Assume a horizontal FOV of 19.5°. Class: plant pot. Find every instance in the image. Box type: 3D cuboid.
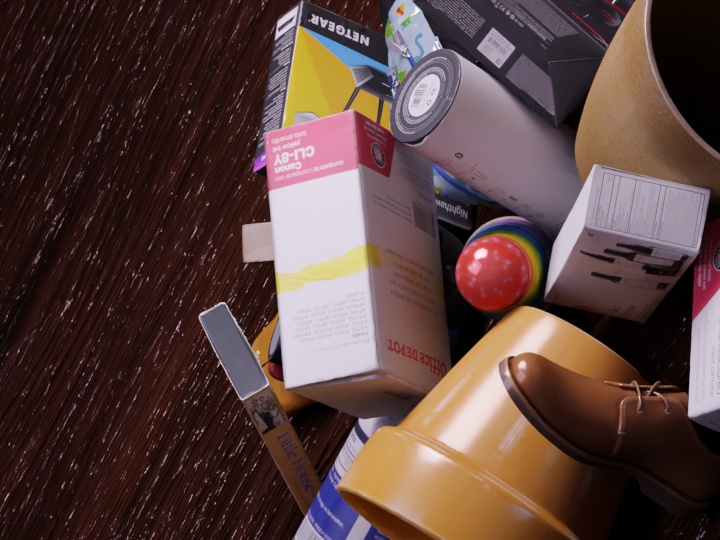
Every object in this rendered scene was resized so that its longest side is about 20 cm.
[{"bbox_3d":[0.114,0.135,1.507,0.184,0.200,0.200,-56,28,-11],"label":"plant pot"},{"bbox_3d":[0.237,-0.112,1.482,0.200,0.185,0.188,137,145,-62],"label":"plant pot"}]

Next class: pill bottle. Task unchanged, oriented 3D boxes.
[{"bbox_3d":[0.032,0.176,1.670,0.201,0.115,0.116,-61,30,12],"label":"pill bottle"}]

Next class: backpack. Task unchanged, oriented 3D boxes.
[{"bbox_3d":[0.103,-0.149,1.742,0.155,0.162,0.200,-65,35,24],"label":"backpack"}]

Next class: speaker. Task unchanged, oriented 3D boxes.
[{"bbox_3d":[0.120,-0.088,1.608,0.081,0.199,0.082,-35,40,36],"label":"speaker"}]

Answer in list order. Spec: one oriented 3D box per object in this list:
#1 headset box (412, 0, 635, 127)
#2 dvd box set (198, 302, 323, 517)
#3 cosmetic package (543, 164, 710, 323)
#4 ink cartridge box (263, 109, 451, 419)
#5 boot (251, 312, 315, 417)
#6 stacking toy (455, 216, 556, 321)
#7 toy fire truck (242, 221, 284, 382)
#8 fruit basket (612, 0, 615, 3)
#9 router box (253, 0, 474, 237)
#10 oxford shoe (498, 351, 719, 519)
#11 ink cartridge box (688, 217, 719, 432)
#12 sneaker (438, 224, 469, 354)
[{"bbox_3d":[0.144,-0.205,1.632,0.075,0.148,0.200,-50,-6,26],"label":"headset box"},{"bbox_3d":[-0.071,0.140,1.802,0.029,0.201,0.146,-29,33,-4],"label":"dvd box set"},{"bbox_3d":[0.184,-0.014,1.483,0.200,0.082,0.051,99,-175,-75],"label":"cosmetic package"},{"bbox_3d":[0.000,0.000,1.574,0.083,0.145,0.202,-12,73,22],"label":"ink cartridge box"},{"bbox_3d":[-0.055,0.030,1.955,0.144,0.070,0.203,-34,48,44],"label":"boot"},{"bbox_3d":[0.108,-0.001,1.591,0.200,0.085,0.086,2,-69,-82],"label":"stacking toy"},{"bbox_3d":[-0.038,0.013,1.764,0.200,0.128,0.178,157,130,-78],"label":"toy fire truck"},{"bbox_3d":[0.271,-0.261,1.525,0.200,0.094,0.185,-45,1,16],"label":"fruit basket"},{"bbox_3d":[0.012,-0.126,1.813,0.051,0.199,0.150,-25,51,54],"label":"router box"},{"bbox_3d":[0.176,0.094,1.399,0.071,0.199,0.072,-46,34,28],"label":"oxford shoe"},{"bbox_3d":[0.308,0.016,1.343,0.200,0.083,0.146,-29,47,51],"label":"ink cartridge box"},{"bbox_3d":[0.039,0.000,1.811,0.112,0.076,0.200,-63,31,15],"label":"sneaker"}]
